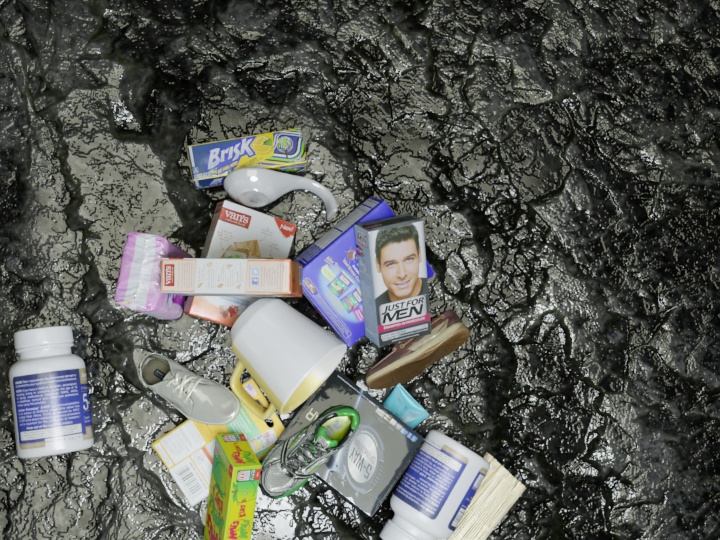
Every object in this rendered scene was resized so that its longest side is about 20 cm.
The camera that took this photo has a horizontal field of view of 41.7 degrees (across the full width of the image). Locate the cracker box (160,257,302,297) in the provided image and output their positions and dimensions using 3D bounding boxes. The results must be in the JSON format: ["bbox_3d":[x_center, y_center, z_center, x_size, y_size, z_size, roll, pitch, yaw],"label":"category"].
[{"bbox_3d":[-0.197,0.012,1.471,0.200,0.134,0.058,0,87,4],"label":"cracker box"}]

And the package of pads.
[{"bbox_3d":[-0.334,0.013,1.537,0.076,0.200,0.121,11,83,3],"label":"package of pads"}]

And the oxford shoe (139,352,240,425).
[{"bbox_3d":[-0.289,0.196,1.564,0.200,0.058,0.075,26,69,18],"label":"oxford shoe"}]

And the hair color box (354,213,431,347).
[{"bbox_3d":[0.055,0.016,1.558,0.099,0.061,0.200,-13,109,-20],"label":"hair color box"}]

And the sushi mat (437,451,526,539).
[{"bbox_3d":[0.193,0.424,1.645,0.096,0.012,0.200,41,82,-1],"label":"sushi mat"}]

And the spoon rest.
[{"bbox_3d":[-0.139,-0.137,1.638,0.200,0.099,0.061,13,58,-18],"label":"spoon rest"}]

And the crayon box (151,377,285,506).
[{"bbox_3d":[-0.233,0.287,1.596,0.200,0.052,0.126,-33,89,-7],"label":"crayon box"}]

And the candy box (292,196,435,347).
[{"bbox_3d":[0.000,0.000,1.608,0.200,0.077,0.169,-39,114,-7],"label":"candy box"}]

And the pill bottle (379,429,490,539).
[{"bbox_3d":[0.120,0.382,1.588,0.120,0.120,0.200,32,82,-2],"label":"pill bottle"}]

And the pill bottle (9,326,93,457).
[{"bbox_3d":[-0.505,0.195,1.535,0.119,0.120,0.200,-7,86,-7],"label":"pill bottle"}]

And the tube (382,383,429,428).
[{"bbox_3d":[0.025,0.292,1.628,0.200,0.050,0.077,-45,101,-13],"label":"tube"}]

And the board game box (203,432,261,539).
[{"bbox_3d":[-0.208,0.376,1.522,0.048,0.102,0.200,0,111,-26],"label":"board game box"}]

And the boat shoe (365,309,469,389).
[{"bbox_3d":[0.090,0.134,1.645,0.200,0.072,0.072,-33,58,2],"label":"boat shoe"}]

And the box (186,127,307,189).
[{"bbox_3d":[-0.196,-0.194,1.639,0.200,0.070,0.064,-11,83,-7],"label":"box"}]

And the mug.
[{"bbox_3d":[-0.139,0.138,1.511,0.153,0.149,0.187,42,86,12],"label":"mug"}]

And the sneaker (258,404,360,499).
[{"bbox_3d":[-0.083,0.280,1.498,0.200,0.085,0.078,-42,86,-17],"label":"sneaker"}]

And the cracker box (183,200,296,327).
[{"bbox_3d":[-0.204,-0.003,1.603,0.134,0.058,0.200,18,82,-20],"label":"cracker box"}]

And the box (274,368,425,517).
[{"bbox_3d":[-0.017,0.286,1.577,0.200,0.044,0.160,39,72,1],"label":"box"}]
